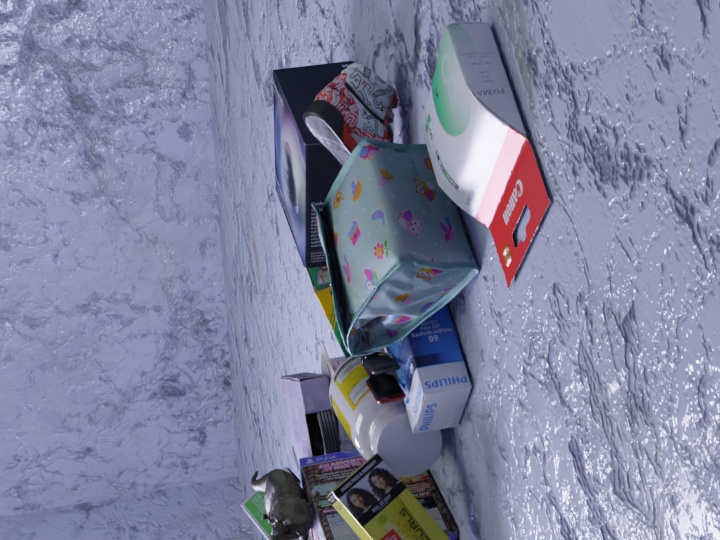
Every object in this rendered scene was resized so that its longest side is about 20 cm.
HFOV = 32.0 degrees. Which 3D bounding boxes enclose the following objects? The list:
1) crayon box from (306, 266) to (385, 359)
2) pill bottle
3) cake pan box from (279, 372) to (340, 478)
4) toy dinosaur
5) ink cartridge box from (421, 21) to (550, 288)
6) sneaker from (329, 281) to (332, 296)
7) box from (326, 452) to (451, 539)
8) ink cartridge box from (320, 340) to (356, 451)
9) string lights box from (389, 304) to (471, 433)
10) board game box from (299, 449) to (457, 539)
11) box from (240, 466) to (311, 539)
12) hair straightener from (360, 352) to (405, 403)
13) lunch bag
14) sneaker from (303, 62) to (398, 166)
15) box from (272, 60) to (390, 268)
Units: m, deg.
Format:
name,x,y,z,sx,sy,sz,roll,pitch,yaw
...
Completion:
name,x,y,z,sx,sy,sz,roll,pitch,yaw
crayon box,-0.035,0.021,1.775,0.200,0.058,0.173,-112,-2,-50
pill bottle,0.034,0.179,1.555,0.200,0.111,0.112,-131,35,-70
cake pan box,-0.074,0.250,1.928,0.200,0.052,0.185,159,99,-77
toy dinosaur,-0.096,0.305,1.627,0.200,0.077,0.103,-109,26,-62
ink cartridge box,0.110,-0.104,1.168,0.161,0.050,0.201,103,158,-60
sneaker,0.000,0.000,1.550,0.076,0.088,0.200,47,160,49
box,0.053,0.310,1.431,0.200,0.075,0.050,50,161,7
ink cartridge box,-0.016,0.211,1.913,0.116,0.068,0.200,-116,21,-53
string lights box,0.068,0.074,1.451,0.103,0.059,0.200,100,158,-57
board game box,0.019,0.322,1.602,0.200,0.159,0.097,-117,22,-60
box,-0.061,0.417,1.852,0.200,0.097,0.177,43,167,39
hair straightener,0.020,0.095,1.495,0.200,0.041,0.077,-108,8,-78
lunch bag,0.020,-0.020,1.369,0.200,0.122,0.171,-49,46,47
sneaker,0.023,-0.154,1.508,0.067,0.108,0.201,7,143,51
box,-0.043,-0.145,1.682,0.200,0.123,0.199,-114,21,-50
